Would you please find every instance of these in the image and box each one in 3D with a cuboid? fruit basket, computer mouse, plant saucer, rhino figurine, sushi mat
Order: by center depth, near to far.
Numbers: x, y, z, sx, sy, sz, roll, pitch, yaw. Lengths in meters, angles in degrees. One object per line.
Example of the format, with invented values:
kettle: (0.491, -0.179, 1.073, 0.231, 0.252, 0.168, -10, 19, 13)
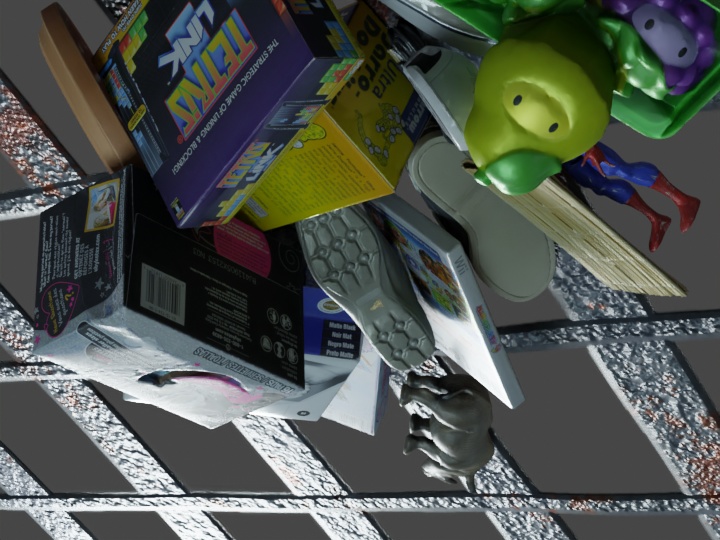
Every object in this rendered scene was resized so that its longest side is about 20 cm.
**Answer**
fruit basket: (0.140, -0.153, 1.147, 0.215, 0.216, 0.156, 31, 146, -7)
computer mouse: (0.066, -0.130, 1.271, 0.110, 0.044, 0.200, 56, -177, -12)
sushi mat: (0.171, -0.033, 1.393, 0.200, 0.012, 0.095, 36, 162, -34)
plant saucer: (-0.211, -0.126, 1.449, 0.201, 0.032, 0.200, 59, 178, 3)
rhino figurine: (0.088, 0.163, 1.718, 0.087, 0.060, 0.201, 6, 145, 10)

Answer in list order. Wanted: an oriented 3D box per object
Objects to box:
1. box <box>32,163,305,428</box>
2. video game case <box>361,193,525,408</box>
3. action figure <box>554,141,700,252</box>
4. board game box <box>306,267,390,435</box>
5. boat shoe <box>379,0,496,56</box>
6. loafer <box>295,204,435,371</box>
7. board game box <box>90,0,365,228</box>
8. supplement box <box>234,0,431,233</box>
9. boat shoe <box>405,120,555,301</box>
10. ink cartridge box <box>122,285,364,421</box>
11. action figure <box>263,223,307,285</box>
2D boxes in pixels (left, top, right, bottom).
box: (-0.151, 0.027, 1.404, 0.114, 0.133, 0.199, -24, 144, 35)
video game case: (0.069, 0.018, 1.518, 0.143, 0.018, 0.201, 40, 162, 45)
action figure: (0.167, -0.089, 1.351, 0.200, 0.052, 0.065, 37, 150, -11)
board game box: (-0.066, 0.061, 1.703, 0.199, 0.041, 0.200, 20, 146, 10)
boat shoe: (0.053, -0.219, 1.240, 0.199, 0.071, 0.070, 30, 147, 6)
loafer: (0.000, 0.000, 1.507, 0.070, 0.070, 0.201, -27, 121, 5)
board game box: (-0.104, -0.157, 1.307, 0.200, 0.056, 0.166, -47, 62, 37)
supplement box: (-0.054, -0.116, 1.405, 0.199, 0.109, 0.110, -15, 129, 44)
boat shoe: (0.096, -0.054, 1.451, 0.200, 0.073, 0.063, 48, -177, -36)
ink cartridge box: (-0.104, 0.073, 1.607, 0.198, 0.041, 0.200, 7, 149, -14)
action figure: (-0.112, -0.035, 1.564, 0.198, 0.102, 0.119, -5, 133, 0)
